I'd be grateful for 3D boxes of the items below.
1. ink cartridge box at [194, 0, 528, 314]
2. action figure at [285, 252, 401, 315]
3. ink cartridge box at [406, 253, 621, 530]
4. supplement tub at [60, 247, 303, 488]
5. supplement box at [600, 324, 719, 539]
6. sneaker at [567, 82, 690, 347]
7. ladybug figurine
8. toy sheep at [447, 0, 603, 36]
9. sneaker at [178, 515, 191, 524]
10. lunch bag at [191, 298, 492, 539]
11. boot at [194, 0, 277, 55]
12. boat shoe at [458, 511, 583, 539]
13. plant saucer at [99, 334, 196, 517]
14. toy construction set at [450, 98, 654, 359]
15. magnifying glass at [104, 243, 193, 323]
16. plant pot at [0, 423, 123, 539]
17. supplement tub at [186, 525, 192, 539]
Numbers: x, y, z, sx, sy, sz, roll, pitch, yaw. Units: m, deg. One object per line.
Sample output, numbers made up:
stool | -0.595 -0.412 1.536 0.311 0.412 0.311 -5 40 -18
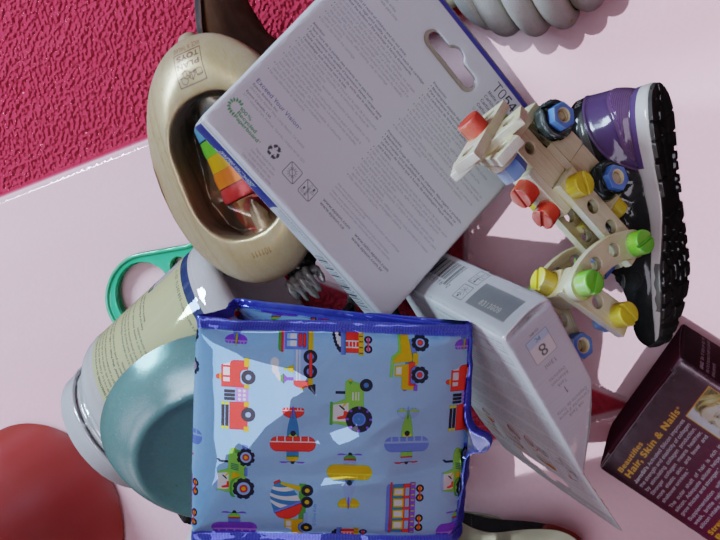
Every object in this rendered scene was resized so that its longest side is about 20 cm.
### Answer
ink cartridge box | 0.014 -0.103 0.681 0.200 0.041 0.200 -46 106 -13
action figure | 0.000 0.000 0.774 0.117 0.102 0.203 -20 90 3
ink cartridge box | 0.122 0.086 0.699 0.047 0.160 0.201 -40 116 -11
supplement tub | -0.151 0.083 0.807 0.199 0.145 0.146 -39 85 17
supplement box | 0.299 0.149 0.701 0.199 0.086 0.111 34 115 10
sneaker | 0.207 -0.041 0.734 0.086 0.075 0.204 -3 94 35
ladybug figurine | -0.095 -0.091 0.729 0.134 0.072 0.203 -17 95 20
toy sheep | 0.129 -0.242 0.693 0.197 0.137 0.140 -15 92 28
sneaker | -0.073 0.205 0.841 0.199 0.060 0.105 -38 80 14
lunch bag | -0.009 0.106 0.630 0.196 0.094 0.153 4 96 9
boot | -0.025 -0.174 0.749 0.197 0.065 0.188 7 140 19
boat shoe | 0.098 0.241 0.793 0.197 0.063 0.073 0 78 17
plant saucer | -0.109 0.138 0.741 0.196 0.036 0.203 -5 126 -7
toy construction set | 0.131 -0.043 0.653 0.092 0.132 0.201 2 137 54
magnifying glass | -0.163 -0.008 0.865 0.199 0.022 0.080 -36 85 17
plant pot | -0.354 0.266 0.873 0.197 0.177 0.204 2 97 17
supplement tub | -0.027 0.237 0.718 0.197 0.132 0.134 -14 92 5
